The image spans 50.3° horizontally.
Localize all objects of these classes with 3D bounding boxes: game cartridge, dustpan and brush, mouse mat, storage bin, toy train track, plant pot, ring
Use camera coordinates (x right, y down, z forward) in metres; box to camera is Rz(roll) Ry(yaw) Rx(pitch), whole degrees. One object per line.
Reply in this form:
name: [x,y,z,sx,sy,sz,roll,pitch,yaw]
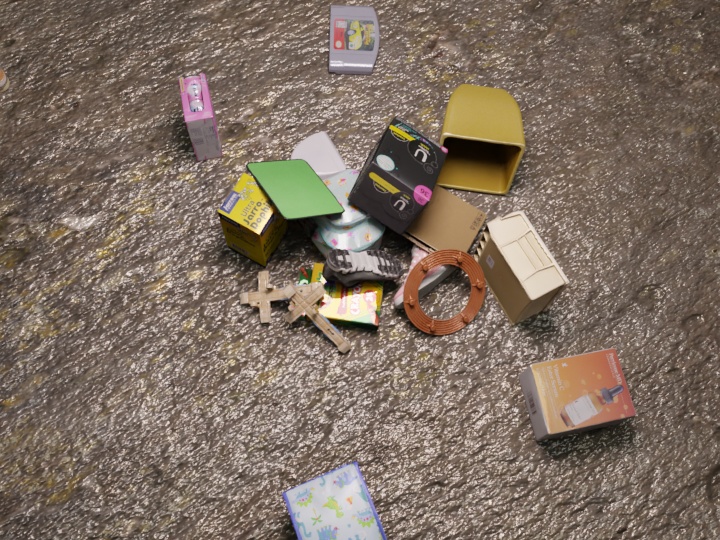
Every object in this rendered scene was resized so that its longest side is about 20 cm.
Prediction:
game cartridge: [-0.016,-0.604,2.000,0.131,0.041,0.203,2,70,-7]
dustpan and brush: [-0.148,-0.246,1.856,0.198,0.058,0.140,-22,61,-17]
mouse mat: [-0.141,-0.178,1.659,0.159,0.008,0.201,-10,49,-35]
storage bin: [0.347,-0.004,1.710,0.093,0.200,0.200,-26,73,-10]
toy train track: [-0.180,0.051,1.710,0.197,0.033,0.116,-8,77,14]
plant pot: [0.279,-0.329,1.839,0.193,0.195,0.202,7,60,-1]
ring: [0.190,0.051,1.713,0.198,0.019,0.203,-5,108,-14]
toy train track: [-0.095,0.110,1.686,0.114,0.033,0.200,-40,104,16]

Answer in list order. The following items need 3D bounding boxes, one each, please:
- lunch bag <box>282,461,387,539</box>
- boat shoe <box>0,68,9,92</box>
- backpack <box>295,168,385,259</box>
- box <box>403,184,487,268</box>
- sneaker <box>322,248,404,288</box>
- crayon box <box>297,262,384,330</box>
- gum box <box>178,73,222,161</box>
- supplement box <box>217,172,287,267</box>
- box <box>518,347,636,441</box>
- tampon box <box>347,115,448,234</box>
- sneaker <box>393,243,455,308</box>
lunch bag: [-0.048,0.508,1.538,0.168,0.127,0.202,-21,82,-10]
boat shoe: [-0.971,-0.461,1.875,0.198,0.069,0.076,-18,71,-9]
backpack: [-0.038,-0.118,1.756,0.174,0.154,0.201,-27,76,-23]
box: [0.194,-0.110,1.792,0.162,0.021,0.201,31,48,5]
sneaker: [0.000,0.000,1.707,0.198,0.091,0.067,5,54,-29]
crayon box: [-0.049,0.058,1.744,0.197,0.051,0.129,7,70,0]
gum box: [-0.375,-0.358,1.799,0.065,0.200,0.115,-11,72,-7]
supplement box: [-0.236,-0.108,1.716,0.109,0.200,0.110,28,71,8]
box: [0.466,0.269,1.665,0.197,0.107,0.154,-11,70,-7]
tampon box: [0.084,-0.213,1.701,0.149,0.126,0.201,32,44,-8]
sneaker: [0.132,-0.002,1.766,0.199,0.076,0.105,-37,73,-18]
